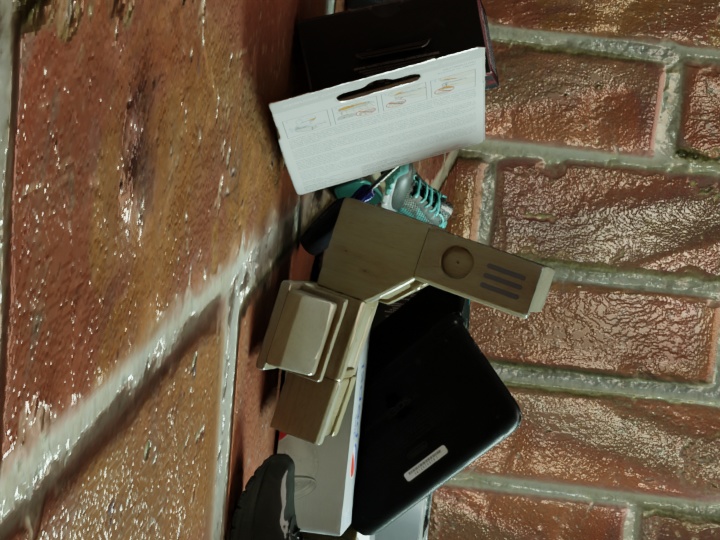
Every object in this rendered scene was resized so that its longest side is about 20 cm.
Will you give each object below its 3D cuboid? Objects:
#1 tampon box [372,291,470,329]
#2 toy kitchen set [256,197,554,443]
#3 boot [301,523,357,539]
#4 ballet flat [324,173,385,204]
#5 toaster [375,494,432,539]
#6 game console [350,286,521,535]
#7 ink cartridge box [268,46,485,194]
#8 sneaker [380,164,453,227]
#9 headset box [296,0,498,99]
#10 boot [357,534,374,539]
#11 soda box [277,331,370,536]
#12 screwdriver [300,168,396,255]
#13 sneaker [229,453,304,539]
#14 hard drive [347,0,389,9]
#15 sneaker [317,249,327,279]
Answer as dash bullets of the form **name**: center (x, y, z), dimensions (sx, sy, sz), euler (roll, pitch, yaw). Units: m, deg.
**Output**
- **tampon box**: center (0.063, 0.114, 2.067), dimensions (0.200, 0.126, 0.150), euler (-74, 168, -51)
- **toy kitchen set**: center (0.031, 0.061, 1.336), dimensions (0.163, 0.180, 0.201), euler (5, 104, -76)
- **boot**: center (-0.050, 0.328, 1.537), dimensions (0.155, 0.072, 0.200), euler (88, 15, -48)
- **ballet flat**: center (-0.017, -0.102, 1.483), dimensions (0.200, 0.069, 0.070), euler (70, 27, -80)
- **toaster**: center (0.015, 0.291, 1.864), dimensions (0.200, 0.118, 0.181), euler (-23, 118, -82)
- **game console**: center (0.048, 0.121, 1.547), dimensions (0.176, 0.200, 0.116), euler (55, 21, 14)
- **ink cartridge box**: center (0.013, -0.126, 1.233), dimensions (0.200, 0.160, 0.050), euler (74, 0, -72)
- **sneaker**: center (0.074, -0.092, 2.111), dimensions (0.200, 0.091, 0.078), euler (80, 17, -68)
- **headset box**: center (0.035, -0.181, 1.380), dimensions (0.200, 0.148, 0.077), euler (-32, 110, -83)
- **boot**: center (-0.006, 0.226, 1.662), dimensions (0.132, 0.070, 0.201), euler (-146, -132, -69)
- **soda box**: center (-0.035, 0.132, 1.479), dimensions (0.063, 0.068, 0.201), euler (-19, 116, -82)
- **screwdriver**: center (0.022, -0.082, 1.430), dimensions (0.200, 0.028, 0.029), euler (-41, 172, 18)
- **sneaker**: center (-0.060, 0.244, 1.288), dimensions (0.076, 0.090, 0.201), euler (-10, 106, -81)
- **hard drive**: center (0.041, -0.247, 1.532), dimensions (0.033, 0.139, 0.200), euler (-29, 137, -32)
- **sneaker**: center (0.000, 0.000, 1.618), dimensions (0.200, 0.079, 0.074), euler (-74, 170, -49)
